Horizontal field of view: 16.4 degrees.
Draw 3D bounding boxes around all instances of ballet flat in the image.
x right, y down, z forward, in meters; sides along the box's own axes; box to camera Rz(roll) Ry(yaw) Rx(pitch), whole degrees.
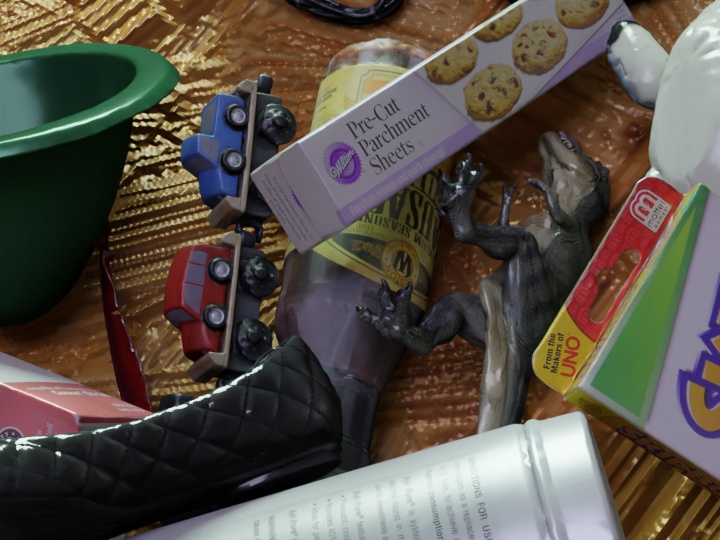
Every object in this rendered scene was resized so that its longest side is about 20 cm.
[{"bbox_3d":[-0.097,0.069,0.931,0.200,0.066,0.057,-10,70,-33],"label":"ballet flat"}]

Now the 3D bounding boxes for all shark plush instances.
[{"bbox_3d":[0.166,-0.039,1.010,0.091,0.083,0.200,-34,45,36],"label":"shark plush"}]

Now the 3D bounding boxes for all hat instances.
[{"bbox_3d":[-0.146,0.010,1.107,0.165,0.176,0.200,-8,18,8],"label":"hat"}]

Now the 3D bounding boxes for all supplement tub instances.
[{"bbox_3d":[0.005,0.139,0.922,0.200,0.132,0.132,-16,57,6],"label":"supplement tub"}]

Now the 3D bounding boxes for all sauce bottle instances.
[{"bbox_3d":[0.000,0.000,1.048,0.066,0.066,0.200,0,62,15],"label":"sauce bottle"}]

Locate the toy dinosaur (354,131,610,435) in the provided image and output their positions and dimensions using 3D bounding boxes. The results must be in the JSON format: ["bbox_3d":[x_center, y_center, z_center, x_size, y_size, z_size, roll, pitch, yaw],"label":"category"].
[{"bbox_3d":[0.051,0.011,1.014,0.047,0.088,0.200,-11,50,49],"label":"toy dinosaur"}]

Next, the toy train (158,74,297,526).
[{"bbox_3d":[-0.059,0.012,1.031,0.046,0.034,0.200,12,71,-17],"label":"toy train"}]

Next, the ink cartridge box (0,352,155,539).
[{"bbox_3d":[-0.192,0.081,1.020,0.200,0.067,0.117,20,96,26],"label":"ink cartridge box"}]

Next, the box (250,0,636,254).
[{"bbox_3d":[0.039,-0.072,1.038,0.200,0.039,0.041,-34,93,-38],"label":"box"}]

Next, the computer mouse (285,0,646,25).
[{"bbox_3d":[0.051,-0.144,1.137,0.200,0.034,0.059,-4,60,14],"label":"computer mouse"}]

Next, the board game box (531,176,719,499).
[{"bbox_3d":[0.169,0.051,0.937,0.200,0.030,0.096,32,74,1],"label":"board game box"}]
